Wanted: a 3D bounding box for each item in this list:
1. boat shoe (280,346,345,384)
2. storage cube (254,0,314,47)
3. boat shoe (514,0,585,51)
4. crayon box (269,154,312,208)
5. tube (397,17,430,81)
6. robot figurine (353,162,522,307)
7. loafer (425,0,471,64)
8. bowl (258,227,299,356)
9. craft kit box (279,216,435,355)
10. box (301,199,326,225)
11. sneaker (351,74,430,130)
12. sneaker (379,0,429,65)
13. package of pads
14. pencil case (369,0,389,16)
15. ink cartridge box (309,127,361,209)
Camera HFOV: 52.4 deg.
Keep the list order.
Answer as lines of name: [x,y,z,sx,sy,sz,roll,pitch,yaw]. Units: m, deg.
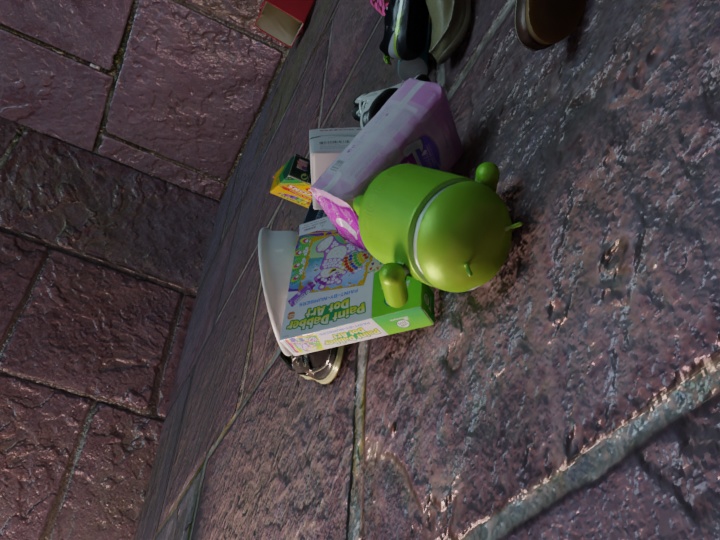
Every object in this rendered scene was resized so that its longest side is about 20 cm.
boat shoe: [-0.082,0.141,1.178,0.200,0.064,0.074,-30,42,64]
storage cube: [-0.303,-1.061,2.984,0.171,0.199,0.181,-40,28,59]
boat shoe: [0.208,-0.319,0.801,0.070,0.070,0.201,-17,47,60]
crayon box: [-0.109,-0.172,1.509,0.200,0.126,0.051,165,124,-71]
tube: [0.094,-0.400,1.279,0.077,0.050,0.201,-30,35,31]
robot figurine: [0.076,-0.047,0.773,0.175,0.116,0.200,-45,35,-14]
loafer: [0.132,-0.407,1.128,0.076,0.067,0.201,136,151,-60]
bowl: [-0.087,0.024,1.116,0.201,0.090,0.203,-11,-90,-87]
craft kit box: [0.000,0.000,0.946,0.199,0.049,0.199,-16,50,24]
box: [-0.054,-0.115,1.306,0.200,0.051,0.159,-42,-26,-84]
sneaker: [0.027,-0.225,1.081,0.115,0.076,0.200,-12,19,34]
sneaker: [0.067,-0.435,1.174,0.083,0.071,0.202,16,95,45]
package of pads: [0.039,-0.128,0.906,0.075,0.121,0.200,29,73,39]
pencil case: [0.066,-0.564,1.478,0.200,0.090,0.094,-114,11,-63]
ink cartridge box: [-0.003,-0.155,1.081,0.200,0.143,0.085,-102,11,-70]
